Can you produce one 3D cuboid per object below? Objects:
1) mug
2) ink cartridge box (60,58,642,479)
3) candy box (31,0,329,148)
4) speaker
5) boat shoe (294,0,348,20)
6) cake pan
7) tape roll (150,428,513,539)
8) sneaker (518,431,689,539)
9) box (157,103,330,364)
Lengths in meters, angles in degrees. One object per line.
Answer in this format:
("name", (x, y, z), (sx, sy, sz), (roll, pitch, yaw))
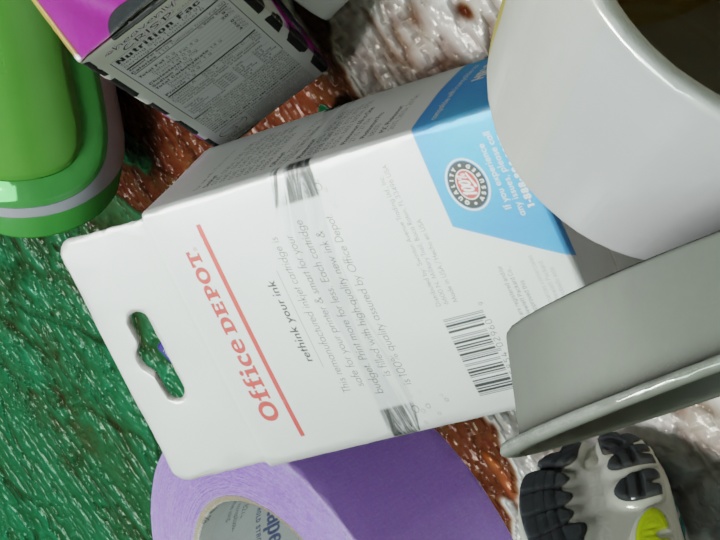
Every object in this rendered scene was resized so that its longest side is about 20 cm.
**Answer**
("mug", (0.111, -0.090, 0.729), (0.149, 0.187, 0.153), (18, 156, -5))
("ink cartridge box", (0.000, 0.000, 0.921), (0.200, 0.068, 0.116), (-15, 110, 29))
("candy box", (-0.091, -0.125, 0.892), (0.136, 0.061, 0.200), (53, -176, 12))
("speaker", (-0.157, -0.113, 1.076), (0.088, 0.088, 0.200), (28, 141, 35))
("boat shoe", (-0.048, -0.172, 0.883), (0.200, 0.064, 0.071), (49, -175, -40))
("cake pan", (0.131, 0.007, 0.721), (0.200, 0.200, 0.037), (-31, 76, 59))
("tape roll", (-0.007, 0.145, 1.033), (0.200, 0.066, 0.200), (35, 138, 39))
("sneaker", (0.109, 0.145, 0.918), (0.077, 0.200, 0.080), (-20, 123, 17))
("box", (-0.015, 0.021, 1.058), (0.117, 0.048, 0.200), (47, 147, 10))
